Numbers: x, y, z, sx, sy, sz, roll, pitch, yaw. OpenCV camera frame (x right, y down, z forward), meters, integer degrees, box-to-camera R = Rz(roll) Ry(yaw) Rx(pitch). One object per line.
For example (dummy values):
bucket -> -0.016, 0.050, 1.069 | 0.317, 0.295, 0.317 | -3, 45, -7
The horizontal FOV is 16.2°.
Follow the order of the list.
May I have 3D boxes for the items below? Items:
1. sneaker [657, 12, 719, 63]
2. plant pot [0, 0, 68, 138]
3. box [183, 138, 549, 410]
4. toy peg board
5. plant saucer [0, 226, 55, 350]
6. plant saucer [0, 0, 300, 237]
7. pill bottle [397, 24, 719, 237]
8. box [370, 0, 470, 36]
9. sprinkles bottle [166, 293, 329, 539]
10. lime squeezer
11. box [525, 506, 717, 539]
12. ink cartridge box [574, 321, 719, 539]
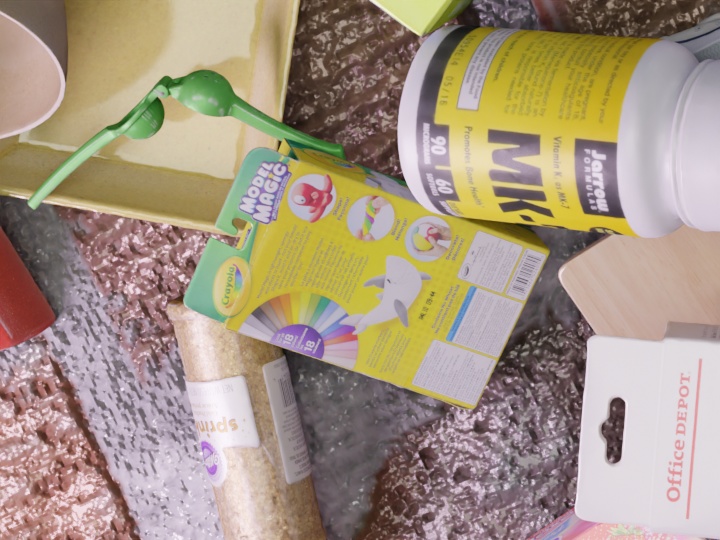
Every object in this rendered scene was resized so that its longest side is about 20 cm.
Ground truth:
sneaker -> 0.187, -0.108, 1.520 | 0.200, 0.071, 0.073 | -13, 102, 31
plant pot -> -0.263, -0.179, 1.481 | 0.200, 0.200, 0.135 | 2, 65, 8
box -> 0.000, 0.000, 1.532 | 0.200, 0.048, 0.117 | 19, 105, -22
toy peg board -> 0.263, 0.020, 1.526 | 0.199, 0.098, 0.200 | -33, 93, 27
plant saucer -> -0.319, 0.006, 1.569 | 0.200, 0.037, 0.200 | -16, 133, 11
plant saucer -> -0.138, -0.135, 1.570 | 0.200, 0.048, 0.200 | 10, 99, 7
pill bottle -> 0.133, -0.079, 1.449 | 0.200, 0.114, 0.114 | 7, 101, 29
box -> 0.011, -0.191, 1.462 | 0.122, 0.200, 0.048 | 36, 102, 2
sprinkles bottle -> -0.067, 0.108, 1.588 | 0.068, 0.068, 0.200 | -12, 97, 10
lime squeezer -> -0.113, -0.086, 1.539 | 0.200, 0.038, 0.071 | -9, 129, 9
box -> 0.135, 0.209, 1.560 | 0.200, 0.095, 0.103 | -34, 92, 12
ink cartridge box -> 0.227, 0.093, 1.446 | 0.200, 0.067, 0.117 | 6, 99, 9
